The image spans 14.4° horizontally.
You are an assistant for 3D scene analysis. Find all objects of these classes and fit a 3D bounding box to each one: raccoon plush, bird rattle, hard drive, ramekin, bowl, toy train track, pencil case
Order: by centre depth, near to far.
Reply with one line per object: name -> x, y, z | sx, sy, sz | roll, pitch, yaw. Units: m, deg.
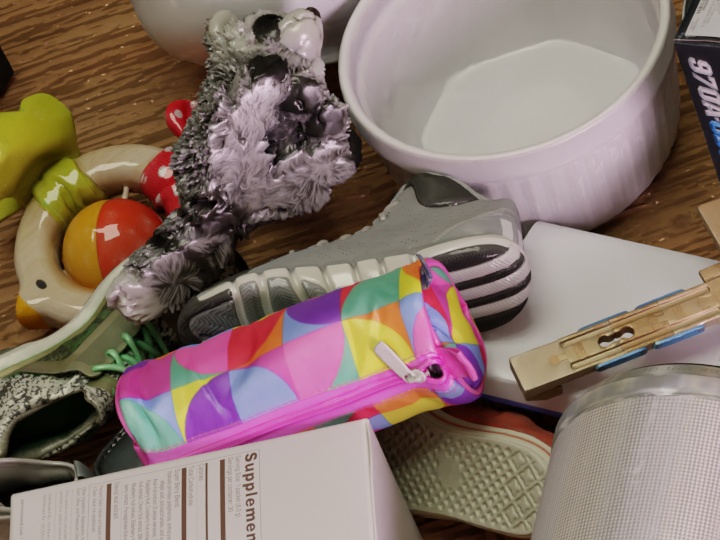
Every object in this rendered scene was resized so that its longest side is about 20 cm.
pencil case -> -0.030, 0.059, 1.511 | 0.200, 0.088, 0.088 | -21, 46, 18
toy train track -> 0.176, 0.028, 1.521 | 0.200, 0.033, 0.115 | -21, 57, -7
hard drive -> 0.166, 0.040, 1.553 | 0.200, 0.025, 0.132 | 13, 44, 22
raccoon plush -> -0.091, -0.074, 1.640 | 0.200, 0.097, 0.134 | -36, 29, -5
ramekin -> 0.096, -0.106, 1.678 | 0.200, 0.105, 0.200 | -11, 48, 12
bird rattle -> -0.138, -0.031, 1.734 | 0.200, 0.113, 0.163 | 2, 63, 5
bowl -> -0.051, -0.168, 1.769 | 0.201, 0.090, 0.201 | -12, 6, 1

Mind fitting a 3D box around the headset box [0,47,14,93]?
headset box -> -0.336, -0.110, 1.862 | 0.200, 0.075, 0.149 | 10, 56, 27

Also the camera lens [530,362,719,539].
camera lens -> 0.159, 0.159, 1.394 | 0.160, 0.160, 0.200 | 1, 52, 21

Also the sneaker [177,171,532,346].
sneaker -> 0.000, 0.000, 1.590 | 0.200, 0.075, 0.116 | -10, 31, 11

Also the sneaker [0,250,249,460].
sneaker -> -0.142, 0.060, 1.636 | 0.200, 0.077, 0.089 | -36, 29, -1

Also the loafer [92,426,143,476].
loafer -> -0.076, 0.060, 1.625 | 0.201, 0.070, 0.068 | -40, 49, -14

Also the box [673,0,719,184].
box -> 0.239, -0.115, 1.568 | 0.046, 0.200, 0.159 | 8, 54, 29

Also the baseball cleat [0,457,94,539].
baseball cleat -> -0.232, 0.160, 1.570 | 0.200, 0.106, 0.070 | -31, 50, 0

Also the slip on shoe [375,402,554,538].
slip on shoe -> 0.048, 0.099, 1.559 | 0.200, 0.061, 0.074 | 16, 103, 42

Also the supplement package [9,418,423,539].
supplement package -> -0.072, 0.176, 1.491 | 0.200, 0.121, 0.120 | -12, 48, 10

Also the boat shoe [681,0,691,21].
boat shoe -> 0.230, -0.192, 1.732 | 0.069, 0.057, 0.200 | -1, 51, 19
